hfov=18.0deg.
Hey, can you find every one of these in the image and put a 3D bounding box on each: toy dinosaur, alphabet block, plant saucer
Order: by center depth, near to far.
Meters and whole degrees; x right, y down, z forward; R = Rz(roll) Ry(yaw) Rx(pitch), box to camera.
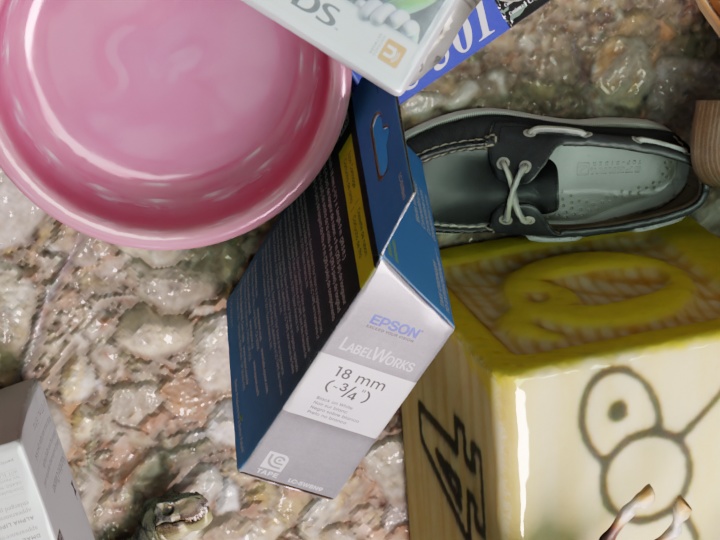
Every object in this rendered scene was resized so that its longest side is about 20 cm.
[{"bbox_3d":[-0.105,-0.111,1.194,0.199,0.051,0.202,-1,116,-2],"label":"plant saucer"},{"bbox_3d":[0.137,0.099,1.288,0.194,0.196,0.201,-10,111,-17],"label":"alphabet block"},{"bbox_3d":[-0.139,0.213,1.321,0.088,0.047,0.200,40,97,-15],"label":"toy dinosaur"}]

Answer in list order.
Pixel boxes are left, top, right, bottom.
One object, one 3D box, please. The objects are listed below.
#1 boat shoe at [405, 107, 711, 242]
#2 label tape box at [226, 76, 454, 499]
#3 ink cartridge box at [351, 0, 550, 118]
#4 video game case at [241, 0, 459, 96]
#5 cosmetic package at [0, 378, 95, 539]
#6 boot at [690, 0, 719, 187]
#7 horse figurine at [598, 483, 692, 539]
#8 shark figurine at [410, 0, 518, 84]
[{"bbox_3d":[0.104,-0.050,1.299,0.199,0.060,0.074,0,109,-18],"label":"boat shoe"},{"bbox_3d":[0.000,0.000,1.200,0.063,0.145,0.200,19,125,-21],"label":"label tape box"},{"bbox_3d":[0.063,-0.180,1.249,0.200,0.044,0.094,-34,114,-4],"label":"ink cartridge box"},{"bbox_3d":[-0.006,-0.218,1.122,0.181,0.023,0.201,31,93,-6],"label":"video game case"},{"bbox_3d":[-0.183,0.176,1.234,0.081,0.113,0.201,-18,105,2],"label":"cosmetic package"},{"bbox_3d":[0.261,-0.139,1.250,0.073,0.154,0.201,1,90,-43],"label":"boot"},{"bbox_3d":[0.143,0.185,1.182,0.132,0.050,0.200,-42,122,13],"label":"horse figurine"},{"bbox_3d":[0.107,-0.181,1.183,0.089,0.214,0.129,-2,81,-56],"label":"shark figurine"}]
